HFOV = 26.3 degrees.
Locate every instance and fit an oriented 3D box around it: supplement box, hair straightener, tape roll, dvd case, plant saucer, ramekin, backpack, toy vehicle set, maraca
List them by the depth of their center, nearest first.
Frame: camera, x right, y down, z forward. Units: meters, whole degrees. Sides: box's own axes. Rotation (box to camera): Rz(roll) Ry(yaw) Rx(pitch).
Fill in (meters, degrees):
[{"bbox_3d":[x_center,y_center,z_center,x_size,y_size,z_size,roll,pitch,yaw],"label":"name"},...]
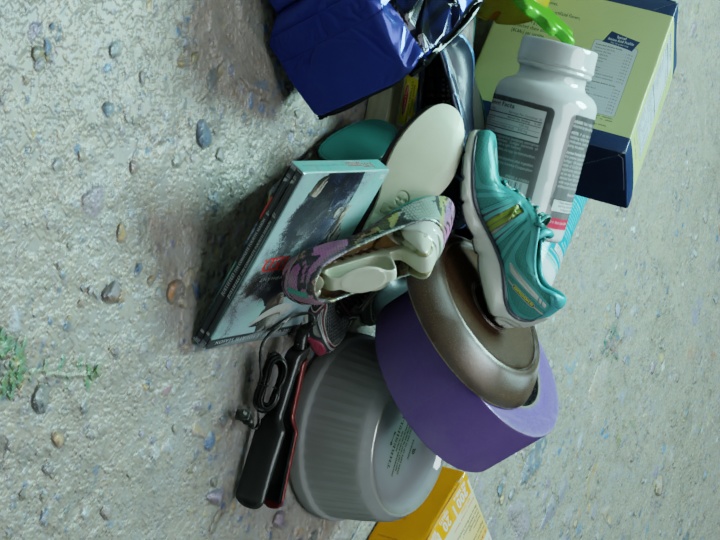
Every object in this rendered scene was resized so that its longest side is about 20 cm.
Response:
[{"bbox_3d":[-0.063,-0.016,1.434,0.146,0.022,0.201,-7,134,-57],"label":"dvd case"},{"bbox_3d":[0.022,-0.270,1.459,0.200,0.162,0.169,-45,114,-39],"label":"backpack"},{"bbox_3d":[-0.083,0.135,1.490,0.077,0.041,0.202,7,102,-57],"label":"hair straightener"},{"bbox_3d":[0.119,0.041,1.534,0.200,0.032,0.201,39,31,-30],"label":"plant saucer"},{"bbox_3d":[0.111,0.099,1.580,0.200,0.085,0.201,39,33,-31],"label":"tape roll"},{"bbox_3d":[0.017,0.172,1.623,0.202,0.094,0.204,-21,116,-54],"label":"ramekin"},{"bbox_3d":[0.158,-0.312,1.651,0.107,0.200,0.137,-49,151,21],"label":"maraca"},{"bbox_3d":[0.053,-0.178,1.653,0.124,0.026,0.202,17,84,-57],"label":"toy vehicle set"},{"bbox_3d":[0.240,-0.210,1.753,0.134,0.198,0.201,69,41,-64],"label":"supplement box"},{"bbox_3d":[0.093,0.337,1.802,0.126,0.073,0.201,-56,140,-33],"label":"supplement box"}]

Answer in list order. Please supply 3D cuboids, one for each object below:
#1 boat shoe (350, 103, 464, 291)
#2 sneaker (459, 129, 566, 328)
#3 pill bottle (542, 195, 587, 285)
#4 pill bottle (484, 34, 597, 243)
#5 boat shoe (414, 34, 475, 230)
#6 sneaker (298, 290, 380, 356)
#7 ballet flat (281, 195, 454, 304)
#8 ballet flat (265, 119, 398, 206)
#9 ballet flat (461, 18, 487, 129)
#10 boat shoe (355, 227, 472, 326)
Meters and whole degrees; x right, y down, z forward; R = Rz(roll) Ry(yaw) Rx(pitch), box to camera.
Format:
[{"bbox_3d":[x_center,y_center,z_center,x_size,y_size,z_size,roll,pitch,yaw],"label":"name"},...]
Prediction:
[{"bbox_3d":[0.036,-0.074,1.511,0.071,0.063,0.201,27,87,-21],"label":"boat shoe"},{"bbox_3d":[0.150,-0.045,1.517,0.077,0.079,0.202,-3,77,-70],"label":"sneaker"},{"bbox_3d":[0.208,-0.074,1.843,0.201,0.110,0.111,-63,144,-24],"label":"pill bottle"},{"bbox_3d":[0.183,-0.138,1.607,0.110,0.110,0.202,4,103,-57],"label":"pill bottle"},{"bbox_3d":[0.075,-0.141,1.571,0.068,0.084,0.202,-11,96,-58],"label":"boat shoe"},{"bbox_3d":[0.000,0.000,1.572,0.201,0.074,0.081,-60,142,-28],"label":"sneaker"},{"bbox_3d":[0.022,-0.011,1.432,0.199,0.071,0.070,-22,121,-27],"label":"ballet flat"},{"bbox_3d":[-0.032,-0.085,1.523,0.200,0.072,0.073,-41,130,-45],"label":"ballet flat"},{"bbox_3d":[0.091,-0.201,1.633,0.069,0.069,0.202,-26,115,-52],"label":"ballet flat"},{"bbox_3d":[0.060,-0.007,1.674,0.200,0.061,0.073,-47,138,-40],"label":"boat shoe"}]
